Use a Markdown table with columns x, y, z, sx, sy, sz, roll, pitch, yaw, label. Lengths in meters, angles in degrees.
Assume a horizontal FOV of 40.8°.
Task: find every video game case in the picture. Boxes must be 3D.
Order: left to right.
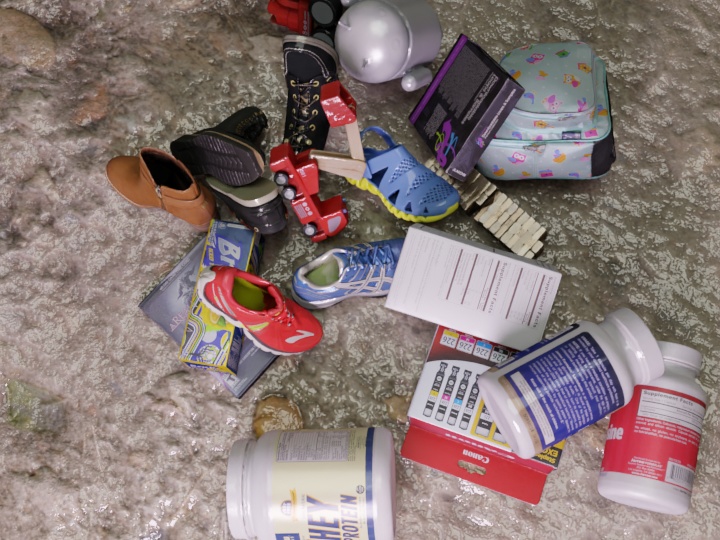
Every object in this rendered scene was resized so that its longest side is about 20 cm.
| x | y | z | sx | sy | sz | roll | pitch | yaw | label |
| --- | --- | --- | --- | --- | --- | --- | --- | --- | --- |
| -0.193 | 0.062 | 1.356 | 0.200 | 0.019 | 0.143 | 40 | 80 | 14 | video game case |

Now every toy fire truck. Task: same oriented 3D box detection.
| x | y | z | sx | sy | sz | roll | pitch | yaw | label |
| --- | --- | --- | --- | --- | --- | --- | --- | --- | --- |
| -0.098 | -0.433 | 1.429 | 0.200 | 0.176 | 0.129 | 18 | 48 | 16 | toy fire truck |
| -0.045 | -0.142 | 1.311 | 0.141 | 0.200 | 0.049 | -21 | 34 | 13 | toy fire truck |

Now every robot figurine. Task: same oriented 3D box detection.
| x | y | z | sx | sy | sz | roll | pitch | yaw | label |
| --- | --- | --- | --- | --- | --- | --- | --- | --- | --- |
| 0.039 | -0.327 | 1.366 | 0.170 | 0.200 | 0.113 | 53 | 126 | 7 | robot figurine |

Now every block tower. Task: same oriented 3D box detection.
| x | y | z | sx | sy | sz | roll | pitch | yaw | label |
| --- | --- | --- | --- | --- | --- | --- | --- | --- | --- |
| 0.175 | -0.091 | 1.348 | 0.200 | 0.058 | 0.054 | 43 | 93 | 14 | block tower |

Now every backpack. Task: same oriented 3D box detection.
| x | y | z | sx | sy | sz | roll | pitch | yaw | label |
| --- | --- | --- | --- | --- | --- | --- | --- | --- | --- |
| 0.240 | -0.215 | 1.330 | 0.200 | 0.153 | 0.176 | -7 | 53 | 17 | backpack |

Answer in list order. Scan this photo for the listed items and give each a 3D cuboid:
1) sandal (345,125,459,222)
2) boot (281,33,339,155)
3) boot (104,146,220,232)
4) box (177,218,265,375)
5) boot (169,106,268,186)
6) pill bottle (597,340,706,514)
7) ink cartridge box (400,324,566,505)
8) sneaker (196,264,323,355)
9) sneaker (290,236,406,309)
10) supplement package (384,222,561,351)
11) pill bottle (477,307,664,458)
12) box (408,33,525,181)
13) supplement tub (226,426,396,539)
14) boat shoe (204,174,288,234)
| x | y | z | sx | sy | sz | roll | pitch | yaw | label |
| --- | --- | --- | --- | --- | --- | --- | --- | --- | --- |
| 0.051 | -0.134 | 1.325 | 0.200 | 0.087 | 0.079 | 31 | 50 | 32 | sandal |
| -0.076 | -0.222 | 1.340 | 0.073 | 0.204 | 0.154 | 9 | 78 | 8 | boot |
| -0.291 | -0.128 | 1.350 | 0.200 | 0.155 | 0.077 | 35 | 79 | 14 | boot |
| -0.187 | 0.036 | 1.321 | 0.070 | 0.064 | 0.200 | 9 | 73 | 7 | box |
| -0.161 | -0.187 | 1.342 | 0.138 | 0.078 | 0.200 | -36 | 34 | -29 | boot |
| 0.370 | 0.195 | 1.217 | 0.112 | 0.112 | 0.200 | 13 | 74 | 9 | pill bottle |
| 0.168 | 0.186 | 1.251 | 0.200 | 0.084 | 0.176 | 18 | 75 | 9 | ink cartridge box |
| -0.120 | 0.055 | 1.261 | 0.085 | 0.200 | 0.077 | -6 | 60 | 50 | sneaker |
| 0.000 | 0.000 | 1.327 | 0.200 | 0.077 | 0.076 | -21 | 71 | -5 | sneaker |
| 0.146 | 0.021 | 1.255 | 0.200 | 0.114 | 0.110 | 18 | 97 | 7 | supplement package |
| 0.252 | 0.130 | 1.158 | 0.200 | 0.116 | 0.116 | -27 | 73 | -5 | pill bottle |
| 0.137 | -0.222 | 1.299 | 0.036 | 0.200 | 0.143 | 24 | 112 | -23 | box |
| -0.058 | 0.271 | 1.213 | 0.199 | 0.145 | 0.145 | -2 | 73 | 4 | supplement tub |
| -0.161 | -0.107 | 1.345 | 0.074 | 0.063 | 0.201 | -28 | 33 | -15 | boat shoe |
